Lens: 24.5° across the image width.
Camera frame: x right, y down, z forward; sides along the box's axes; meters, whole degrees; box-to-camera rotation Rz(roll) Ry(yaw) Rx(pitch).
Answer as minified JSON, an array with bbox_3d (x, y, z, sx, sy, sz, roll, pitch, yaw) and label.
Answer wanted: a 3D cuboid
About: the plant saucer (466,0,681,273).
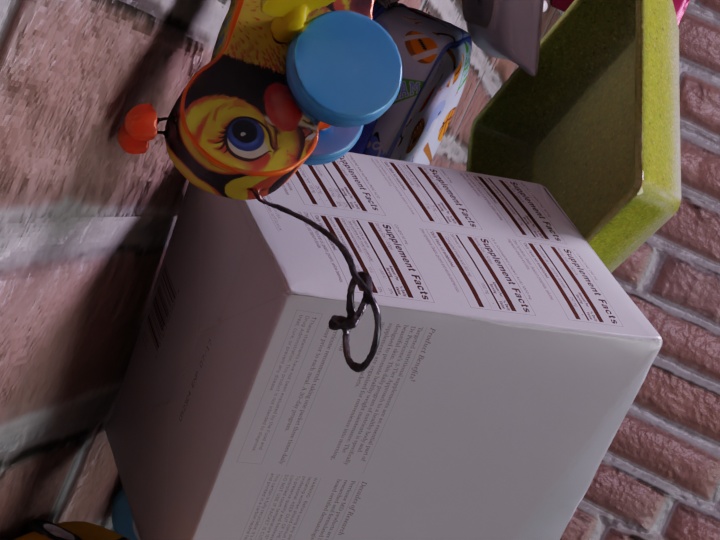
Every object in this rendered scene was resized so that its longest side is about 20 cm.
[{"bbox_3d":[0.125,-0.060,0.953,0.200,0.048,0.200,-50,-155,48],"label":"plant saucer"}]

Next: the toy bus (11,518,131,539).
[{"bbox_3d":[-0.144,0.166,0.773,0.200,0.078,0.065,24,91,-84],"label":"toy bus"}]

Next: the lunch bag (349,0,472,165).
[{"bbox_3d":[0.001,-0.082,1.065,0.201,0.075,0.160,-66,172,15],"label":"lunch bag"}]

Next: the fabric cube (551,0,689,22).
[{"bbox_3d":[0.429,-0.474,2.579,0.196,0.199,0.201,8,107,-85],"label":"fabric cube"}]

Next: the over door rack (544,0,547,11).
[{"bbox_3d":[0.188,-0.333,1.701,0.148,0.066,0.200,-59,171,-51],"label":"over door rack"}]

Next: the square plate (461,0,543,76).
[{"bbox_3d":[0.088,-0.228,1.027,0.200,0.028,0.199,-110,-158,-78],"label":"square plate"}]

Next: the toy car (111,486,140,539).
[{"bbox_3d":[-0.029,0.084,1.008,0.184,0.177,0.201,-38,151,-53],"label":"toy car"}]

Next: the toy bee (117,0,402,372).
[{"bbox_3d":[-0.039,-0.075,0.666,0.131,0.108,0.201,119,-26,-49],"label":"toy bee"}]

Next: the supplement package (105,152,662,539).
[{"bbox_3d":[0.003,0.057,0.832,0.192,0.199,0.147,-67,-150,27],"label":"supplement package"}]
